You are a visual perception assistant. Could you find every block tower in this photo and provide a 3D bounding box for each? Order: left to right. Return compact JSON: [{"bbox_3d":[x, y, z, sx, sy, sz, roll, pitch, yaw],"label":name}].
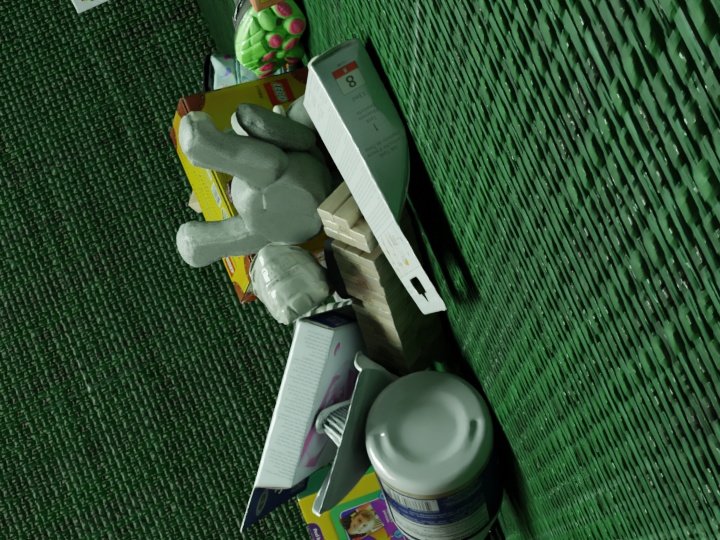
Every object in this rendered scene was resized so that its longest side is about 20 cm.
[{"bbox_3d":[0.023,0.012,1.287,0.054,0.058,0.201,23,148,38],"label":"block tower"}]

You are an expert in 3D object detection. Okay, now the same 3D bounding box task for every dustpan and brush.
[{"bbox_3d":[-0.001,0.129,1.344,0.200,0.057,0.141,-12,-60,-66],"label":"dustpan and brush"}]

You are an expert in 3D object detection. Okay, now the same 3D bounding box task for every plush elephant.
[{"bbox_3d":[-0.068,-0.108,1.369,0.156,0.198,0.166,-84,-6,-48],"label":"plush elephant"}]

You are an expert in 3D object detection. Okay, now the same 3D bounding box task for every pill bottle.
[{"bbox_3d":[0.071,0.181,1.328,0.201,0.110,0.112,74,172,-58],"label":"pill bottle"}]

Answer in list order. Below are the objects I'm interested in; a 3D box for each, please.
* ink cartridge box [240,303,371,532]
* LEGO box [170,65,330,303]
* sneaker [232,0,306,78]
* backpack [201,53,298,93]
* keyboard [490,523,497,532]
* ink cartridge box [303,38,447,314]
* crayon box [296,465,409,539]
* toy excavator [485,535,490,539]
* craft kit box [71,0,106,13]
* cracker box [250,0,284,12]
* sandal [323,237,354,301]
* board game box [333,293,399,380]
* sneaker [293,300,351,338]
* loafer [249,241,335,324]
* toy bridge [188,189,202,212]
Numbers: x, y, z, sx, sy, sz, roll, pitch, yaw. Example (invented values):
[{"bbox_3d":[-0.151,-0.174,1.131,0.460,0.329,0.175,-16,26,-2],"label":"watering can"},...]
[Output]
[{"bbox_3d":[-0.037,0.134,1.379,0.196,0.043,0.202,-15,-59,-74],"label":"ink cartridge box"},{"bbox_3d":[-0.084,-0.089,1.488,0.201,0.148,0.077,66,156,17],"label":"LEGO box"},{"bbox_3d":[-0.099,-0.243,1.450,0.084,0.076,0.200,63,175,2],"label":"sneaker"},{"bbox_3d":[-0.114,-0.146,1.642,0.167,0.125,0.202,96,167,-64],"label":"backpack"},{"bbox_3d":[0.115,0.208,1.558,0.128,0.020,0.201,-109,-1,-47],"label":"keyboard"},{"bbox_3d":[0.024,-0.066,1.128,0.201,0.050,0.162,59,175,1],"label":"ink cartridge box"},{"bbox_3d":[0.043,0.292,1.616,0.058,0.171,0.202,-107,-3,-73],"label":"crayon box"},{"bbox_3d":[0.097,0.276,1.776,0.201,0.099,0.196,-98,-7,-48],"label":"toy excavator"},{"bbox_3d":[-0.208,-0.351,1.426,0.049,0.196,0.201,72,174,-45],"label":"craft kit box"},{"bbox_3d":[-0.107,-0.328,1.211,0.134,0.057,0.201,73,173,-55],"label":"cracker box"},{"bbox_3d":[0.000,-0.001,1.395,0.200,0.042,0.077,20,-126,-69],"label":"sandal"},{"bbox_3d":[-0.001,0.010,1.670,0.201,0.064,0.148,-115,4,-45],"label":"board game box"},{"bbox_3d":[0.022,0.095,1.539,0.201,0.114,0.076,51,-146,-47],"label":"sneaker"},{"bbox_3d":[-0.063,0.006,1.329,0.070,0.070,0.200,56,176,1],"label":"loafer"},{"bbox_3d":[-0.090,-0.029,1.570,0.200,0.067,0.027,42,-127,-35],"label":"toy bridge"}]
